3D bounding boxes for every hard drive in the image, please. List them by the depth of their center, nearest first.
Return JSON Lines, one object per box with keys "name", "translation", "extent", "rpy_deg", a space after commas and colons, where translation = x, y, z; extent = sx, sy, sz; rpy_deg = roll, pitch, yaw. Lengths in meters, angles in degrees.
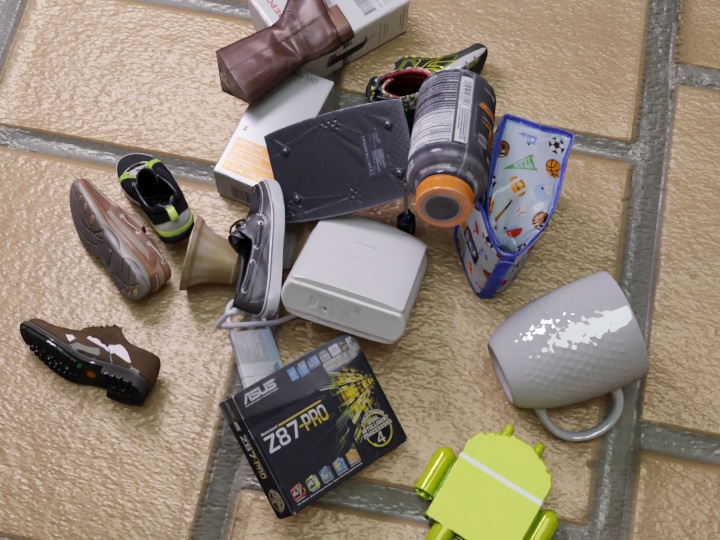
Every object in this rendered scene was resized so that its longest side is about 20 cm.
{"name": "hard drive", "translation": [-0.020, -0.145, 1.541], "extent": [0.199, 0.042, 0.136], "rpy_deg": [-13, 94, 17]}

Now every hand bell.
{"name": "hand bell", "translation": [-0.136, -0.001, 1.563], "extent": [0.198, 0.104, 0.105], "rpy_deg": [14, 67, -4]}

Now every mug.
{"name": "mug", "translation": [0.269, 0.125, 1.492], "extent": [0.174, 0.148, 0.201], "rpy_deg": [-22, 99, -1]}

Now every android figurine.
{"name": "android figurine", "translation": [0.163, 0.290, 1.464], "extent": [0.181, 0.041, 0.201], "rpy_deg": [28, 70, 11]}

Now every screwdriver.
{"name": "screwdriver", "translation": [0.065, -0.081, 1.532], "extent": [0.029, 0.200, 0.028], "rpy_deg": [0, 75, -2]}

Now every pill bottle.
{"name": "pill bottle", "translation": [0.114, -0.151, 1.459], "extent": [0.105, 0.107, 0.201], "rpy_deg": [8, 52, 3]}

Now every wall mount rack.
{"name": "wall mount rack", "translation": [-0.095, 0.109, 1.523], "extent": [0.173, 0.075, 0.201], "rpy_deg": [-4, 64, -38]}

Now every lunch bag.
{"name": "lunch bag", "translation": [0.196, -0.079, 1.549], "extent": [0.123, 0.170, 0.201], "rpy_deg": [15, 70, 0]}

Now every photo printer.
{"name": "photo printer", "translation": [0.000, 0.000, 1.529], "extent": [0.165, 0.070, 0.200], "rpy_deg": [18, 35, 5]}

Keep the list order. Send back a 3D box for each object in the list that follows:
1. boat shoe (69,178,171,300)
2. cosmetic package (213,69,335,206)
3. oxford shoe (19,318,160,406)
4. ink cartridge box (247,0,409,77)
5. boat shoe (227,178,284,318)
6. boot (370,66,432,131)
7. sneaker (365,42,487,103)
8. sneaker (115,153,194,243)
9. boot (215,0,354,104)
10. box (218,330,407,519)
{"name": "boat shoe", "translation": [-0.331, -0.047, 1.588], "extent": [0.072, 0.076, 0.200], "rpy_deg": [-23, 69, -39]}
{"name": "cosmetic package", "translation": [-0.120, -0.189, 1.645], "extent": [0.101, 0.071, 0.201], "rpy_deg": [21, 68, 8]}
{"name": "oxford shoe", "translation": [-0.355, 0.105, 1.527], "extent": [0.199, 0.073, 0.085], "rpy_deg": [24, 52, 7]}
{"name": "ink cartridge box", "translation": [-0.049, -0.384, 1.721], "extent": [0.199, 0.084, 0.145], "rpy_deg": [-31, 72, -13]}
{"name": "boat shoe", "translation": [-0.141, -0.034, 1.505], "extent": [0.066, 0.070, 0.201], "rpy_deg": [11, 64, -22]}
{"name": "boot", "translation": [0.012, -0.198, 1.601], "extent": [0.202, 0.154, 0.074], "rpy_deg": [-17, 57, -10]}
{"name": "sneaker", "translation": [0.095, -0.289, 1.688], "extent": [0.199, 0.075, 0.085], "rpy_deg": [-32, 71, -13]}
{"name": "sneaker", "translation": [-0.283, -0.120, 1.584], "extent": [0.071, 0.083, 0.200], "rpy_deg": [-32, 49, -14]}
{"name": "boot", "translation": [-0.136, -0.346, 1.632], "extent": [0.199, 0.064, 0.187], "rpy_deg": [-33, 70, -7]}
{"name": "box", "translation": [-0.056, 0.189, 1.439], "extent": [0.199, 0.049, 0.162], "rpy_deg": [-26, 87, -35]}
